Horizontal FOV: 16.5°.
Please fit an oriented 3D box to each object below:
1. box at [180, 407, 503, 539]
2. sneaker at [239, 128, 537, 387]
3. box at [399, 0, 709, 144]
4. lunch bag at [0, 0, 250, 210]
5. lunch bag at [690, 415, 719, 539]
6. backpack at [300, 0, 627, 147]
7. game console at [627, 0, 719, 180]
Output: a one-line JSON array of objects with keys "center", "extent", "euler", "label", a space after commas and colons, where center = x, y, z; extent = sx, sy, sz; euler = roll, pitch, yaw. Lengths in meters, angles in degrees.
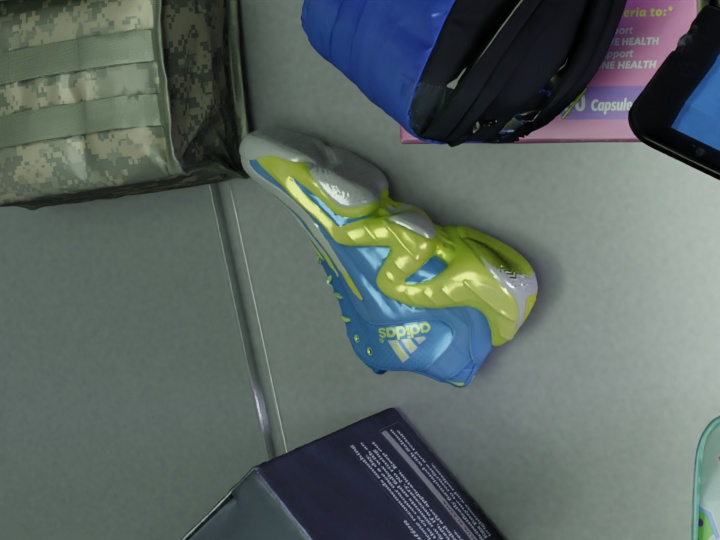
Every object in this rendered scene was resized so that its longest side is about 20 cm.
[{"center": [-0.047, 0.197, 1.429], "extent": [0.197, 0.200, 0.118], "euler": [-45, 78, 22], "label": "box"}, {"center": [0.000, 0.000, 1.454], "extent": [0.200, 0.076, 0.105], "euler": [31, 108, 17], "label": "sneaker"}, {"center": [0.116, -0.171, 1.371], "extent": [0.175, 0.097, 0.201], "euler": [2, 96, 24], "label": "box"}, {"center": [-0.162, -0.144, 1.487], "extent": [0.163, 0.117, 0.201], "euler": [-7, 88, 24], "label": "lunch bag"}, {"center": [0.275, 0.153, 1.350], "extent": [0.199, 0.077, 0.161], "euler": [4, 99, 23], "label": "lunch bag"}, {"center": [0.061, -0.174, 1.261], "extent": [0.168, 0.162, 0.201], "euler": [41, 120, 37], "label": "backpack"}, {"center": [0.262, -0.113, 1.226], "extent": [0.199, 0.119, 0.173], "euler": [27, 113, 15], "label": "game console"}]
